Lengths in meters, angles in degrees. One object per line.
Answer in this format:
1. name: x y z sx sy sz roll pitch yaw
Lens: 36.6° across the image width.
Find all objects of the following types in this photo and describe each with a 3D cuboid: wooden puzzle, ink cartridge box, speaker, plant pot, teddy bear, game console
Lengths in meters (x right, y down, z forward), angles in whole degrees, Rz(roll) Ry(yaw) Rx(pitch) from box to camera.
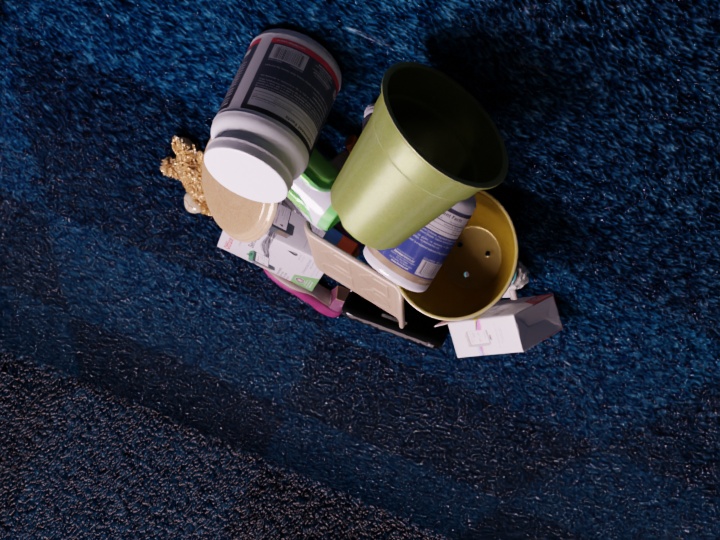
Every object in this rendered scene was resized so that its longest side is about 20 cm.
1. wooden puzzle: 0.000 0.000 1.747 0.199 0.047 0.186 36 168 12
2. ink cartridge box: 0.236 0.098 1.885 0.198 0.115 0.069 -10 100 51
3. speaker: -0.097 -0.152 1.582 0.200 0.088 0.089 44 156 4
4. plant pot: 0.158 -0.024 1.667 0.197 0.204 0.142 13 -179 20
5. teddy bear: -0.283 -0.157 1.886 0.143 0.068 0.200 29 154 -8
6. ink cartridge box: -0.147 -0.060 1.944 0.197 0.085 0.146 25 155 -6
7. plant pot: 0.058 -0.130 1.414 0.198 0.202 0.190 30 131 -17
8. game console: 0.069 0.098 2.053 0.197 0.177 0.118 19 128 7

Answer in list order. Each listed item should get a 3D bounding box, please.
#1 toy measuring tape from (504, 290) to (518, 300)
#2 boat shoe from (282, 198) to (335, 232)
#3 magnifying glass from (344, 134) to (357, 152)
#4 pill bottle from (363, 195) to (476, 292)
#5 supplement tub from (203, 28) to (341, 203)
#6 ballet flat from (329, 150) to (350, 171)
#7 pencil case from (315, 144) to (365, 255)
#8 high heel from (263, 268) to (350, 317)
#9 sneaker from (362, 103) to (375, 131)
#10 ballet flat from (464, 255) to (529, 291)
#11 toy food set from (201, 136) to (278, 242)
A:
1. toy measuring tape: 0.179 0.049 1.892 0.198 0.075 0.073 1 148 46
2. boat shoe: -0.108 -0.131 1.793 0.199 0.071 0.066 37 160 -29
3. magnifying glass: 0.037 -0.127 1.680 0.022 0.080 0.201 -16 126 31
4. pill bottle: 0.096 -0.081 1.546 0.110 0.202 0.111 28 -165 -8
5. supplement tub: -0.118 -0.210 1.474 0.138 0.203 0.141 18 156 8
6. ballet flat: 0.016 -0.106 1.694 0.067 0.063 0.200 14 152 48
7. pencil case: -0.047 -0.116 1.738 0.084 0.094 0.200 -3 146 44
8. high heel: -0.116 0.041 2.138 0.198 0.068 0.096 27 145 -18
9. sneaker: 0.033 -0.143 1.585 0.074 0.115 0.201 12 154 22
10. ballet flat: 0.194 0.008 1.821 0.197 0.073 0.072 6 152 35
11. toy food set: -0.184 -0.147 1.709 0.197 0.048 0.203 39 125 35
